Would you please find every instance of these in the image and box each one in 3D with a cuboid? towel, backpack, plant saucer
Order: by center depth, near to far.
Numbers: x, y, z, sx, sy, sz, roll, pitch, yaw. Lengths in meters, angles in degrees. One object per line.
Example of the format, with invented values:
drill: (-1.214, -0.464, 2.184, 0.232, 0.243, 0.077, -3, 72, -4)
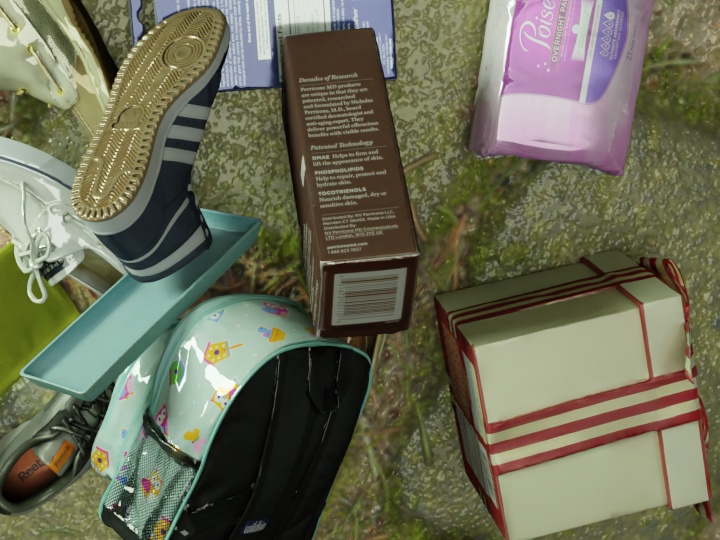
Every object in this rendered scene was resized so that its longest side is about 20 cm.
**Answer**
plant saucer: (-0.152, 0.023, 1.137, 0.200, 0.069, 0.019, -46, 131, -35)
towel: (-0.286, 0.059, 1.160, 0.018, 0.200, 0.087, -16, 112, 42)
backpack: (-0.092, 0.112, 1.175, 0.175, 0.153, 0.201, 6, 119, -49)

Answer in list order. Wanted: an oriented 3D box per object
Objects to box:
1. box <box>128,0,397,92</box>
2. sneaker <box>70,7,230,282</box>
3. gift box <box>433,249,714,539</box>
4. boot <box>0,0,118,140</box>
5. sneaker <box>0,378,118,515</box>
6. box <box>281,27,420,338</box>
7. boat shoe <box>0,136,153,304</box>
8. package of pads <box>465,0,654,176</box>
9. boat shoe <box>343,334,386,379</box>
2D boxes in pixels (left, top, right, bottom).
box: (-0.074, -0.197, 1.194, 0.198, 0.032, 0.122, -5, 103, -9)
sneaker: (-0.135, -0.087, 1.147, 0.069, 0.201, 0.109, 7, 148, 26)
gift box: (0.174, 0.101, 1.215, 0.185, 0.200, 0.186, -13, 109, -6)
boot: (-0.262, -0.138, 1.162, 0.154, 0.072, 0.201, -26, 111, 2)
sneaker: (-0.209, 0.116, 1.222, 0.074, 0.079, 0.200, 43, 92, -13)
box: (-0.010, -0.064, 1.133, 0.074, 0.202, 0.101, -4, 147, -6)
boat shoe: (-0.223, -0.018, 1.173, 0.201, 0.074, 0.087, 34, 55, -24)
package of pads: (0.154, -0.177, 1.209, 0.119, 0.076, 0.202, 6, 102, -11)
boat shoe: (0.000, 0.000, 1.233, 0.072, 0.063, 0.202, -2, 103, -7)
